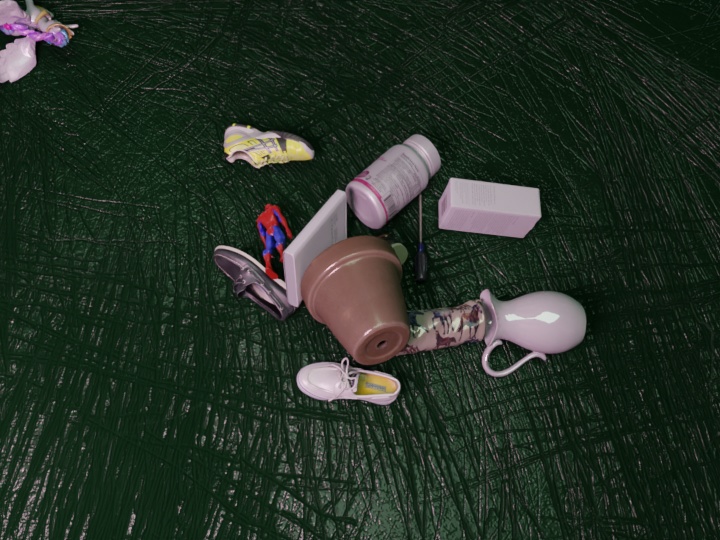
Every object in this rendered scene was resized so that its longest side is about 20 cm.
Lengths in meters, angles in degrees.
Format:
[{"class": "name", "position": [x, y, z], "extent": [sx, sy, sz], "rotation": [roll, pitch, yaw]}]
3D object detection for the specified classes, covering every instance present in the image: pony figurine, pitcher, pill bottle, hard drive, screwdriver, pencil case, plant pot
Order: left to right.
[{"class": "pony figurine", "position": [-0.715, -0.515, 1.374], "extent": [0.192, 0.168, 0.200], "rotation": [-34, 61, -28]}, {"class": "hard drive", "position": [-0.082, -0.045, 1.261], "extent": [0.026, 0.134, 0.201], "rotation": [20, 47, 19]}, {"class": "plant pot", "position": [0.006, 0.069, 1.193], "extent": [0.196, 0.203, 0.176], "rotation": [-15, 51, -15]}, {"class": "pill bottle", "position": [0.072, -0.191, 1.383], "extent": [0.113, 0.114, 0.199], "rotation": [44, 68, 10]}, {"class": "screwdriver", "position": [0.131, -0.071, 1.393], "extent": [0.029, 0.028, 0.205], "rotation": [22, 62, -34]}, {"class": "pencil case", "position": [0.150, 0.109, 1.295], "extent": [0.195, 0.078, 0.092], "rotation": [-7, 91, -12]}, {"class": "pitcher", "position": [0.339, 0.127, 1.311], "extent": [0.195, 0.121, 0.176], "rotation": [3, 97, -6]}]

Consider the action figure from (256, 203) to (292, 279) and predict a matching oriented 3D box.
[{"class": "action figure", "position": [-0.170, -0.067, 1.297], "extent": [0.065, 0.052, 0.202], "rotation": [-36, 43, 17]}]

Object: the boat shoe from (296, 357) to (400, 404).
[{"class": "boat shoe", "position": [-0.019, 0.208, 1.223], "extent": [0.197, 0.086, 0.076], "rotation": [12, 66, -5]}]

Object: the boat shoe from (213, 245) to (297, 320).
[{"class": "boat shoe", "position": [-0.211, 0.030, 1.269], "extent": [0.198, 0.075, 0.067], "rotation": [37, 55, -4]}]

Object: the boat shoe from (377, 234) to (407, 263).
[{"class": "boat shoe", "position": [0.001, 0.002, 1.325], "extent": [0.200, 0.074, 0.063], "rotation": [-36, 41, -11]}]

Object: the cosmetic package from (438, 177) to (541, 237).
[{"class": "cosmetic package", "position": [0.272, -0.132, 1.400], "extent": [0.195, 0.102, 0.073], "rotation": [6, 66, -8]}]

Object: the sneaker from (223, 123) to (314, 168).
[{"class": "sneaker", "position": [-0.194, -0.251, 1.391], "extent": [0.195, 0.076, 0.078], "rotation": [9, 74, 5]}]
